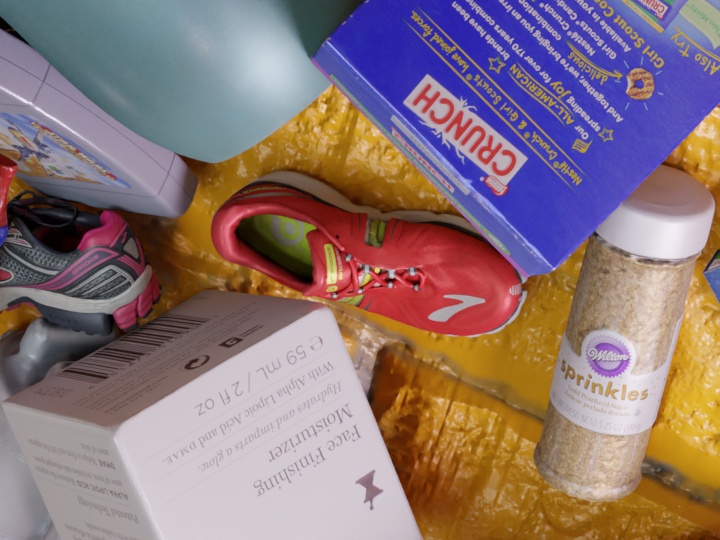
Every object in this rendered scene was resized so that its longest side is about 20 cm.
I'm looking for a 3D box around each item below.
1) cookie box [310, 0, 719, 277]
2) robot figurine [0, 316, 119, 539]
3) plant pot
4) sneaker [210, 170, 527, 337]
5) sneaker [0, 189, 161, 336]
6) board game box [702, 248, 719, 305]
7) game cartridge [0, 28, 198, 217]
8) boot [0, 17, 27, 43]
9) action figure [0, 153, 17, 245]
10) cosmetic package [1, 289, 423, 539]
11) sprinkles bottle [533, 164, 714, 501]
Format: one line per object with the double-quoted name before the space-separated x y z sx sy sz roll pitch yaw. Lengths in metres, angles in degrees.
"cookie box" 0.103 -0.125 1.177 0.200 0.075 0.171 -45 91 -8
"robot figurine" -0.217 0.118 1.498 0.200 0.113 0.170 -60 41 34
"plant pot" -0.087 -0.159 1.253 0.201 0.201 0.161 -30 107 34
"sneaker" 0.000 0.000 1.344 0.200 0.085 0.077 15 110 19
"sneaker" -0.222 -0.017 1.445 0.200 0.081 0.075 6 134 24
"board game box" 0.299 0.057 1.262 0.135 0.034 0.200 -24 102 33
"game cartridge" -0.194 -0.089 1.347 0.133 0.042 0.200 13 164 41
"boot" -0.275 -0.205 1.395 0.200 0.073 0.151 8 118 29
"action figure" -0.276 0.013 1.406 0.099 0.065 0.200 23 118 23
"cosmetic package" -0.087 0.138 1.380 0.165 0.165 0.200 5 121 58
"sprinkles bottle" 0.152 0.038 1.304 0.068 0.068 0.200 20 122 16
